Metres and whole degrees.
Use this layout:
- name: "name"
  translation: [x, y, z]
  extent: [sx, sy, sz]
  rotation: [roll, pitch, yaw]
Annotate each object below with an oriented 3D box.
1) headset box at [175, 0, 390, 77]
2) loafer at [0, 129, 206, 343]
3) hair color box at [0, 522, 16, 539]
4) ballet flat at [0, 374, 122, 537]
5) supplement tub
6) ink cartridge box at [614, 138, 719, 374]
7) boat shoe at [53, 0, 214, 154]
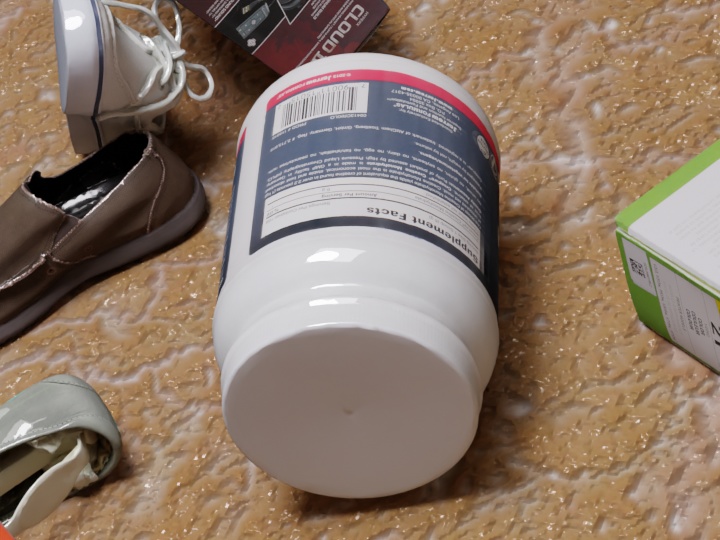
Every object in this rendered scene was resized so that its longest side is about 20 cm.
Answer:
- name: "headset box"
  translation: [-0.082, -0.195, 1.446]
  extent: [0.075, 0.200, 0.149]
  rotation: [-50, 35, 10]
- name: "loafer"
  translation: [-0.187, -0.023, 1.391]
  extent: [0.200, 0.071, 0.073]
  rotation: [-31, 42, -12]
- name: "hair color box"
  translation: [-0.152, 0.185, 1.124]
  extent: [0.064, 0.111, 0.200]
  rotation: [-35, 44, -17]
- name: "ballet flat"
  translation: [-0.210, 0.124, 1.249]
  extent: [0.200, 0.067, 0.064]
  rotation: [-33, 50, -14]
- name: "supplement tub"
  translation: [0.000, 0.000, 1.239]
  extent: [0.140, 0.140, 0.200]
  rotation: [-9, 43, 13]
- name: "ink cartridge box"
  translation: [0.244, 0.003, 1.189]
  extent: [0.148, 0.076, 0.200]
  rotation: [-36, 45, -18]
- name: "boat shoe"
  translation: [-0.127, -0.112, 1.396]
  extent: [0.086, 0.202, 0.075]
  rotation: [-7, 76, -5]
